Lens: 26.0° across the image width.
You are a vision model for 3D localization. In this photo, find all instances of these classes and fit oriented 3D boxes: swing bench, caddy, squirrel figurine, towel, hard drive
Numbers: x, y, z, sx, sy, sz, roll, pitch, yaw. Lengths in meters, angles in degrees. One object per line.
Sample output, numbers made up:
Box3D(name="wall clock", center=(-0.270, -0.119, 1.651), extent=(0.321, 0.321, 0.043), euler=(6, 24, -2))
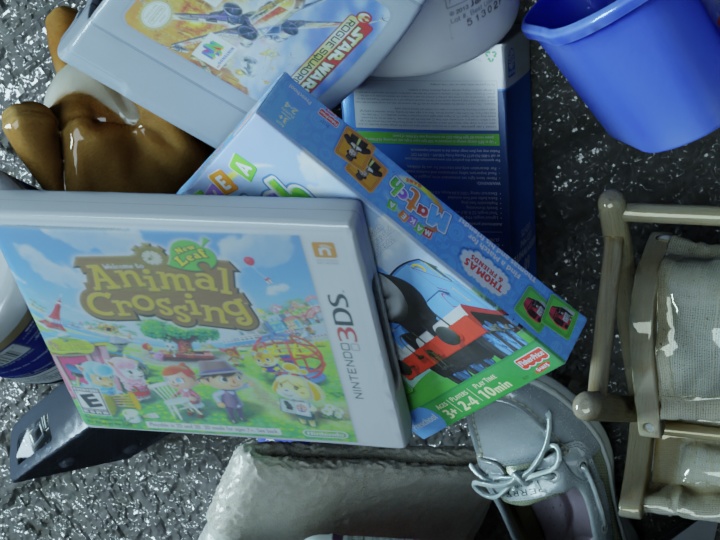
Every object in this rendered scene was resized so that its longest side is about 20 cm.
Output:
Box3D(name="swing bench", center=(0.230, 0.059, 0.827), extent=(0.196, 0.200, 0.131), euler=(4, 68, 19))
Box3D(name="caddy", center=(0.154, -0.142, 0.765), extent=(0.141, 0.200, 0.105), euler=(-38, 102, 3))
Box3D(name="squirrel figurine", center=(-0.085, -0.088, 0.934), extent=(0.185, 0.142, 0.201), euler=(-21, 115, 17))
Box3D(name="towel", center=(-0.013, 0.161, 0.962), extent=(0.035, 0.198, 0.133), euler=(54, 127, 46))
Box3D(name="hard drive", center=(-0.125, 0.070, 0.994), extent=(0.199, 0.134, 0.043), euler=(-33, 75, 28))

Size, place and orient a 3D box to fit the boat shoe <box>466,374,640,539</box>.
Box3D(name="boat shoe", center=(0.115, 0.141, 0.927), extent=(0.074, 0.065, 0.203), euler=(-7, 124, 29))

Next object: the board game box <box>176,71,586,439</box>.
Box3D(name="board game box", center=(0.000, 0.000, 0.829), extent=(0.199, 0.037, 0.151), euler=(39, 147, -9))

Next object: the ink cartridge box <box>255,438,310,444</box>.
Box3D(name="ink cartridge box", center=(-0.055, 0.192, 1.055), extent=(0.093, 0.044, 0.201), euler=(30, 117, 8))

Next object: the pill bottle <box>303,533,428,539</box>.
Box3D(name="pill bottle", center=(0.014, 0.208, 0.880), extent=(0.197, 0.112, 0.114), euler=(3, 111, 0))

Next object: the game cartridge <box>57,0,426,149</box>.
Box3D(name="game cartridge", center=(-0.049, -0.136, 0.774), extent=(0.132, 0.042, 0.200), euler=(31, 134, -20))

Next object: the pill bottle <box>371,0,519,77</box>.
Box3D(name="pill bottle", center=(0.016, -0.212, 0.803), extent=(0.113, 0.115, 0.202), euler=(4, 133, 21))

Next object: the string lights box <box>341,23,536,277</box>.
Box3D(name="string lights box", center=(0.048, -0.040, 0.919), extent=(0.102, 0.059, 0.203), euler=(4, 111, 21))

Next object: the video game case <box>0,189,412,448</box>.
Box3D(name="video game case", center=(-0.081, 0.029, 0.833), extent=(0.197, 0.022, 0.183), euler=(3, 138, 15))

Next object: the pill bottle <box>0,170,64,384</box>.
Box3D(name="pill bottle", center=(-0.208, 0.009, 0.952), extent=(0.114, 0.200, 0.117), euler=(-2, 80, 14))

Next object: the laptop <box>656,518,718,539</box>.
Box3D(name="laptop", center=(0.184, 0.266, 0.882), extent=(0.115, 0.199, 0.189), euler=(24, 118, 35))
